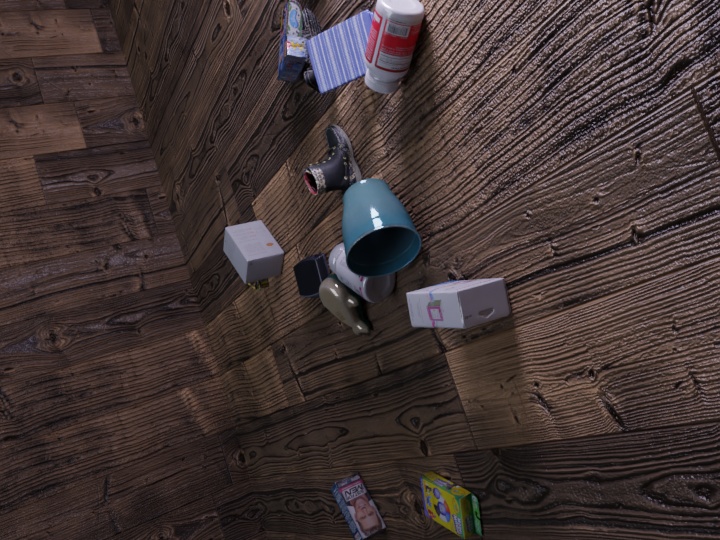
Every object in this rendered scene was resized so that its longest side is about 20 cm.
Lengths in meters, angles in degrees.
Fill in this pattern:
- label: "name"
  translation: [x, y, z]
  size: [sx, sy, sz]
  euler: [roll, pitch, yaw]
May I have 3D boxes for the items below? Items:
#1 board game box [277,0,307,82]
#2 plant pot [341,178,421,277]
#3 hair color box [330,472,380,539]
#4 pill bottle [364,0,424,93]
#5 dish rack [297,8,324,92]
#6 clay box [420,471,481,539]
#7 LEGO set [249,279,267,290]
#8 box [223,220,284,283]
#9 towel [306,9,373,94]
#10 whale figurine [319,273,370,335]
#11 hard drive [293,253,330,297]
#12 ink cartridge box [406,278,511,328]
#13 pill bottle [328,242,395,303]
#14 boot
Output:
- label: "board game box"
  translation: [-0.190, -0.651, 1.970]
  size: [0.200, 0.060, 0.206]
  euler: [-145, 59, -72]
- label: "plant pot"
  translation: [0.037, -0.119, 1.761]
  size: [0.202, 0.195, 0.191]
  euler: [116, 146, -48]
- label: "hair color box"
  translation: [-0.008, 0.782, 2.280]
  size: [0.202, 0.098, 0.061]
  euler: [58, 144, 26]
- label: "pill bottle"
  translation: [0.071, -0.520, 1.596]
  size: [0.113, 0.110, 0.203]
  euler: [52, 142, 33]
- label: "dish rack"
  translation: [-0.125, -0.595, 1.872]
  size: [0.153, 0.053, 0.206]
  euler: [-20, -83, -78]
- label: "clay box"
  translation: [0.241, 0.630, 1.853]
  size: [0.198, 0.047, 0.118]
  euler: [8, 110, 59]
- label: "LEGO set"
  translation: [-0.437, -0.016, 2.646]
  size: [0.201, 0.114, 0.156]
  euler: [54, 143, 32]
- label: "box"
  translation: [-0.389, -0.070, 2.512]
  size: [0.201, 0.149, 0.108]
  euler: [51, 141, 36]
- label: "towel"
  translation: [-0.037, -0.551, 1.756]
  size: [0.196, 0.024, 0.149]
  euler: [-16, 91, 26]
- label: "whale figurine"
  translation: [-0.034, 0.096, 2.066]
  size: [0.201, 0.104, 0.158]
  euler: [51, 149, -6]
- label: "hard drive"
  translation: [-0.159, 0.022, 2.273]
  size: [0.199, 0.042, 0.139]
  euler: [-15, 90, 60]
- label: "ink cartridge box"
  translation: [0.219, 0.074, 1.563]
  size: [0.198, 0.142, 0.087]
  euler: [-3, 99, 59]
- label: "pill bottle"
  translation: [0.000, 0.000, 1.928]
  size: [0.199, 0.111, 0.116]
  euler: [33, 130, 48]
- label: "boot"
  translation: [-0.092, -0.305, 1.916]
  size: [0.073, 0.151, 0.208]
  euler: [-43, 66, 56]
